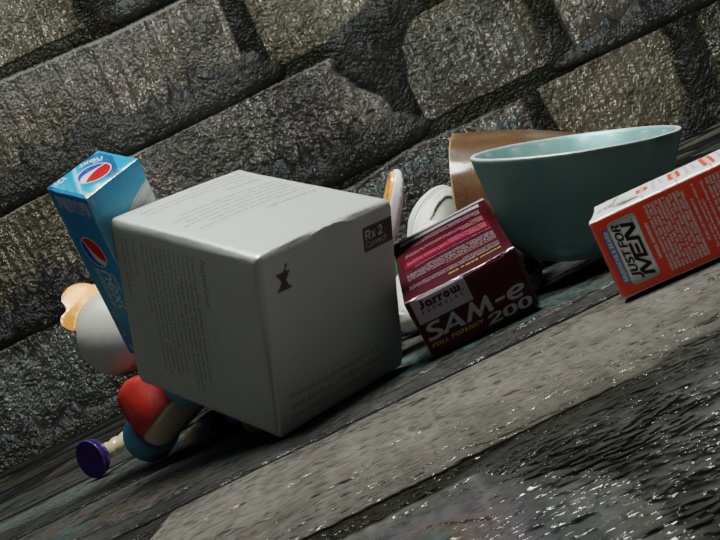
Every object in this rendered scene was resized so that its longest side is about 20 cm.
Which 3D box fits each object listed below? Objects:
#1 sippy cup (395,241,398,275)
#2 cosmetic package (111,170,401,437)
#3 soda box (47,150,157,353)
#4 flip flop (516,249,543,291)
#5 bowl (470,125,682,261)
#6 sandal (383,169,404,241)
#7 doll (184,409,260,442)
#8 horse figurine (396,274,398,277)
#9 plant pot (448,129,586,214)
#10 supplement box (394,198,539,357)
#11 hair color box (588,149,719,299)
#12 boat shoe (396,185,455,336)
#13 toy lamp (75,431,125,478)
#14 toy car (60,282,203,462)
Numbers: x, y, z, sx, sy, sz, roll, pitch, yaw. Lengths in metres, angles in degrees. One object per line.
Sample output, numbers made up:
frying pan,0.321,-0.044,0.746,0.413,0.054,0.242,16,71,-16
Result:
sippy cup,0.032,0.019,1.418,0.130,0.178,0.140,-7,-44,-57
cosmetic package,-0.091,0.020,1.012,0.199,0.167,0.164,15,29,40
soda box,-0.215,-0.009,1.064,0.064,0.201,0.068,15,46,39
flip flop,0.160,0.000,1.162,0.080,0.058,0.200,-26,16,11
bowl,0.208,-0.071,1.064,0.198,0.106,0.201,-8,9,1
sandal,0.000,-0.001,1.124,0.059,0.209,0.079,10,5,-2
doll,-0.121,0.135,1.151,0.136,0.049,0.200,-37,4,-18
horse figurine,-0.047,0.070,1.315,0.132,0.050,0.200,15,51,34
plant pot,0.225,-0.094,1.356,0.198,0.189,0.187,-11,5,16
supplement box,0.094,0.001,1.049,0.108,0.061,0.200,-27,14,7
hair color box,0.265,-0.054,0.791,0.198,0.064,0.111,-24,2,16
boat shoe,0.086,-0.019,1.301,0.070,0.071,0.201,-25,35,54
toy lamp,-0.290,0.210,1.484,0.058,0.059,0.199,-25,1,36
toy car,-0.231,0.070,1.220,0.177,0.200,0.184,-48,0,-40
